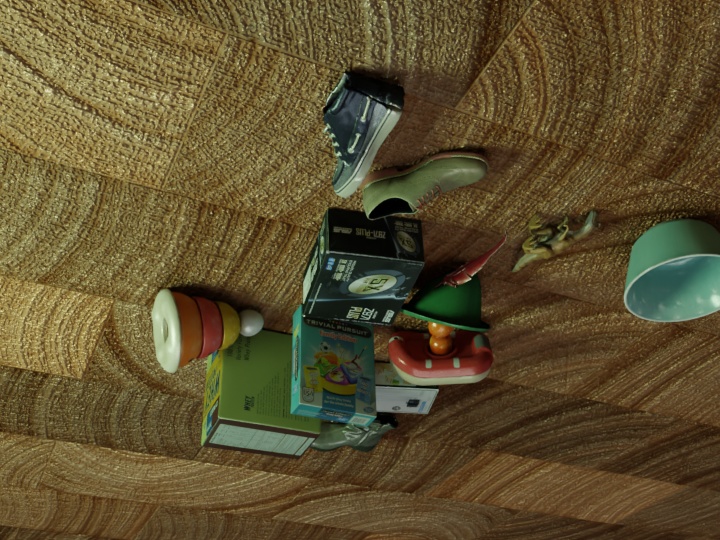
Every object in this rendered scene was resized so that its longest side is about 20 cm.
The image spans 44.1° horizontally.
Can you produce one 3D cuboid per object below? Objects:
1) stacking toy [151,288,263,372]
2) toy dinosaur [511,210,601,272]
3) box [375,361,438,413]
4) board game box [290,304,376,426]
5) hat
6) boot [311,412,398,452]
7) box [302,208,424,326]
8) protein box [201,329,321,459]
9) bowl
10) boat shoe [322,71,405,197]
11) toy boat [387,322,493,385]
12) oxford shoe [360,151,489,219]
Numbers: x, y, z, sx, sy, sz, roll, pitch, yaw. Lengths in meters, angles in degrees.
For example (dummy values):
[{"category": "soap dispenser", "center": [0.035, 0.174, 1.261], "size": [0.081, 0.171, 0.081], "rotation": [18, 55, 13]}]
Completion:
[{"category": "stacking toy", "center": [-0.266, 0.100, 1.603], "size": [0.198, 0.148, 0.147], "rotation": [-4, 149, -26]}, {"category": "toy dinosaur", "center": [0.301, -0.036, 1.463], "size": [0.199, 0.061, 0.106], "rotation": [-30, 138, 35]}, {"category": "box", "center": [0.055, 0.244, 1.858], "size": [0.197, 0.061, 0.117], "rotation": [5, 145, -9]}, {"category": "board game box", "center": [-0.049, 0.172, 1.624], "size": [0.149, 0.202, 0.047], "rotation": [13, 144, -21]}, {"category": "hat", "center": [0.169, 0.001, 1.543], "size": [0.198, 0.179, 0.165], "rotation": [15, -173, 27]}, {"category": "boot", "center": [-0.023, 0.354, 2.023], "size": [0.198, 0.068, 0.131], "rotation": [8, 140, -27]}, {"category": "box", "center": [0.000, 0.000, 1.478], "size": [0.161, 0.087, 0.201], "rotation": [7, 144, -14]}, {"category": "protein box", "center": [-0.189, 0.234, 1.709], "size": [0.197, 0.201, 0.135], "rotation": [12, 143, -19]}, {"category": "bowl", "center": [0.527, -0.010, 1.470], "size": [0.198, 0.106, 0.202], "rotation": [-1, 145, -1]}, {"category": "boat shoe", "center": [-0.019, -0.189, 1.227], "size": [0.092, 0.075, 0.201], "rotation": [18, 133, -16]}, {"category": "toy boat", "center": [0.149, 0.134, 1.673], "size": [0.197, 0.131, 0.132], "rotation": [-4, 116, 2]}, {"category": "oxford shoe", "center": [0.098, -0.118, 1.320], "size": [0.198, 0.076, 0.071], "rotation": [-15, 143, 18]}]
